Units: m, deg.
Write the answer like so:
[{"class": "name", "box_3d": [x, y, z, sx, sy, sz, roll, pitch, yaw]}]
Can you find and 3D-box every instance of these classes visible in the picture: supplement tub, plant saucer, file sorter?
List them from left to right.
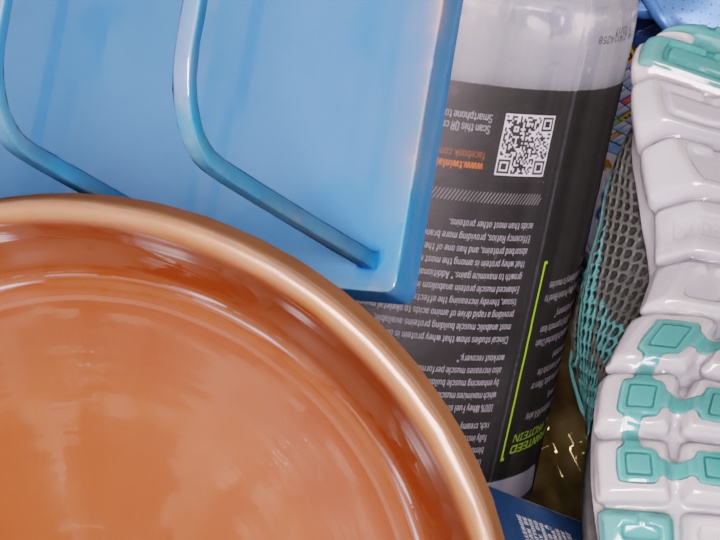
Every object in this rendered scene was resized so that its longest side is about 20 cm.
[{"class": "file sorter", "box_3d": [-0.089, -0.080, 0.656, 0.200, 0.123, 0.139, 4, 77, 25]}, {"class": "plant saucer", "box_3d": [-0.063, 0.081, 0.617, 0.200, 0.032, 0.201, 2, 100, 11]}, {"class": "supplement tub", "box_3d": [0.000, 0.000, 0.764, 0.122, 0.123, 0.200, 9, 104, -11]}]

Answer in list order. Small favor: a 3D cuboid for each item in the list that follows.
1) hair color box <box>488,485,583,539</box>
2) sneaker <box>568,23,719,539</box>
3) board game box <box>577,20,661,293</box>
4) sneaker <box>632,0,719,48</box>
[{"class": "hair color box", "box_3d": [0.041, 0.117, 0.723, 0.100, 0.200, 0.061, -33, 55, 26]}, {"class": "sneaker", "box_3d": [0.090, 0.032, 0.718, 0.077, 0.091, 0.200, 16, 49, -4]}, {"class": "board game box", "box_3d": [0.108, -0.107, 0.847, 0.200, 0.041, 0.200, -36, 94, -11]}, {"class": "sneaker", "box_3d": [0.116, -0.117, 0.789, 0.105, 0.076, 0.200, -9, 90, -11]}]
